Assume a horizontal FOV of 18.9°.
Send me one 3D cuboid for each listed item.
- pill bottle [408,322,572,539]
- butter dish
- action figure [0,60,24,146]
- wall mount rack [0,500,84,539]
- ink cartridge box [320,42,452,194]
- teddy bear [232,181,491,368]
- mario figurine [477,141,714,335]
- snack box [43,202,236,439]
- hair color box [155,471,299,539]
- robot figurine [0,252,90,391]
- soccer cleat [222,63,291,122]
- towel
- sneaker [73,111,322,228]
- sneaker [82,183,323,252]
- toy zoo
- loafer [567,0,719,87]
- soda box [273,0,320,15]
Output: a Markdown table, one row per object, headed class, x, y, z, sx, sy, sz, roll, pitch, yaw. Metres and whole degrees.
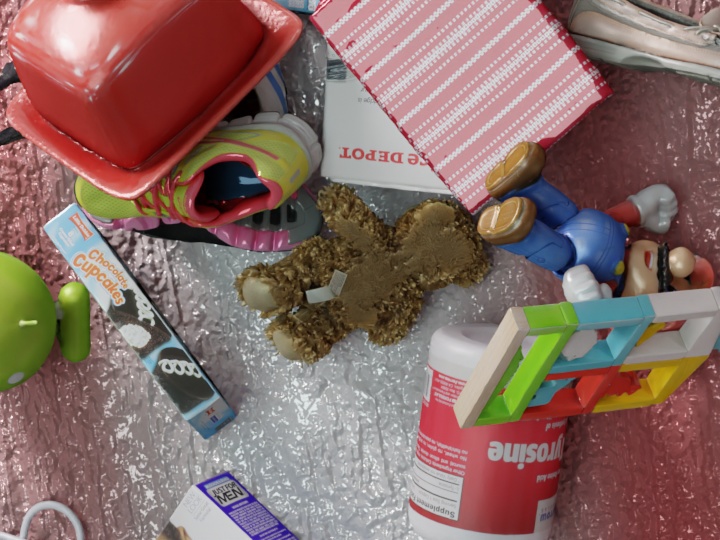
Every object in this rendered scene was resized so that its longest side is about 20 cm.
| class | x | y | z | sx | sy | sz | roll | pitch | yaw |
| --- | --- | --- | --- | --- | --- | --- | --- | --- | --- |
| pill bottle | 0.097 | 0.148 | 1.649 | 0.112 | 0.112 | 0.201 | 12 | 102 | 24 |
| butter dish | -0.182 | -0.183 | 1.619 | 0.200 | 0.148 | 0.199 | -46 | 45 | -12 |
| action figure | -0.355 | -0.121 | 1.795 | 0.199 | 0.102 | 0.119 | -17 | 101 | -10 |
| wall mount rack | -0.267 | 0.309 | 1.867 | 0.173 | 0.075 | 0.201 | 14 | 103 | 23 |
| ink cartridge box | 0.055 | -0.164 | 1.647 | 0.144 | 0.084 | 0.201 | 7 | 99 | 25 |
| teddy bear | 0.000 | 0.000 | 1.689 | 0.145 | 0.067 | 0.200 | 43 | 110 | -15 |
| mario figurine | 0.186 | -0.019 | 1.557 | 0.124 | 0.200 | 0.106 | -61 | 28 | -4 |
| snack box | -0.179 | 0.043 | 1.768 | 0.037 | 0.116 | 0.200 | -37 | 79 | -5 |
| hair color box | -0.082 | 0.274 | 1.780 | 0.200 | 0.065 | 0.109 | 42 | 112 | 17 |
| robot figurine | -0.312 | 0.041 | 1.791 | 0.175 | 0.200 | 0.116 | -6 | 92 | -12 |
| soccer cleat | -0.104 | -0.190 | 1.720 | 0.070 | 0.086 | 0.201 | -14 | 90 | 26 |
| towel | 0.071 | -0.161 | 1.581 | 0.145 | 0.022 | 0.200 | -41 | 82 | 20 |
| sneaker | -0.133 | -0.069 | 1.642 | 0.199 | 0.090 | 0.078 | -10 | 121 | 21 |
| sneaker | -0.122 | -0.050 | 1.751 | 0.199 | 0.095 | 0.079 | 10 | 77 | 14 |
| toy zoo | 0.177 | 0.061 | 1.544 | 0.131 | 0.199 | 0.021 | 116 | 142 | -51 |
| loafer | 0.240 | -0.169 | 1.568 | 0.199 | 0.072 | 0.063 | 14 | 95 | 27 |
| soda box | -0.037 | -0.301 | 1.683 | 0.063 | 0.068 | 0.201 | 9 | 101 | 24 |
